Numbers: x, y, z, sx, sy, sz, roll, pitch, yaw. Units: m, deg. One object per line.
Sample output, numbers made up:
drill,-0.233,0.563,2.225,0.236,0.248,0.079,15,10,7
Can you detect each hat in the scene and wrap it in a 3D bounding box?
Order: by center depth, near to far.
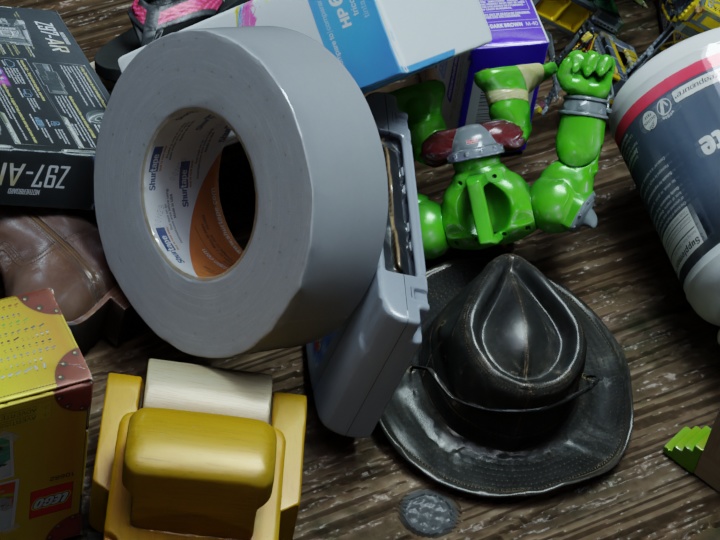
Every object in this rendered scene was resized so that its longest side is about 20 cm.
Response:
hat,0.093,0.046,1.500,0.200,0.081,0.201,5,47,-5

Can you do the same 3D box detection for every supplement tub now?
supplement tub,0.263,-0.051,1.561,0.140,0.140,0.200,-13,66,-22

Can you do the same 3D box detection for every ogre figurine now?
ogre figurine,0.077,-0.072,1.574,0.200,0.098,0.120,-10,85,-7

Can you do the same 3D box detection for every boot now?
boot,-0.247,-0.011,1.498,0.200,0.064,0.186,41,40,21

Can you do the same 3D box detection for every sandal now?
sandal,-0.129,-0.185,1.665,0.075,0.045,0.200,10,32,23

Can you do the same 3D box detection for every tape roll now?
tape roll,-0.076,-0.049,1.430,0.066,0.200,0.200,-7,46,-45

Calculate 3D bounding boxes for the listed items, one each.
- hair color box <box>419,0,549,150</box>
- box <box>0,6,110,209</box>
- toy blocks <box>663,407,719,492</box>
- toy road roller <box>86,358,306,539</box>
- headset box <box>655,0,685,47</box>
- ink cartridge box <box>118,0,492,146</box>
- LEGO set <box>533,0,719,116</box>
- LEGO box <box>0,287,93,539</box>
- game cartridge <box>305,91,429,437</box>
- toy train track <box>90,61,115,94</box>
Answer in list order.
hair color box,0.073,-0.191,1.695,0.065,0.109,0.200,-5,49,-13
box,-0.249,-0.114,1.554,0.160,0.044,0.200,2,33,-31
toy blocks,0.295,0.114,1.438,0.200,0.137,0.100,37,52,22
toy road roller,-0.093,0.115,1.356,0.123,0.146,0.200,7,47,-5
headset box,0.306,-0.162,1.735,0.149,0.077,0.200,5,46,-6
ink cartridge box,-0.037,-0.145,1.541,0.145,0.200,0.085,-29,97,-61
LEGO set,0.172,-0.213,1.690,0.116,0.154,0.200,22,42,-31
LEGO box,-0.259,0.106,1.331,0.200,0.149,0.077,-14,51,-23
game cartridge,0.000,0.000,1.487,0.041,0.133,0.200,14,43,-20
toy train track,-0.099,-0.145,1.672,0.200,0.033,0.115,-4,49,-13
